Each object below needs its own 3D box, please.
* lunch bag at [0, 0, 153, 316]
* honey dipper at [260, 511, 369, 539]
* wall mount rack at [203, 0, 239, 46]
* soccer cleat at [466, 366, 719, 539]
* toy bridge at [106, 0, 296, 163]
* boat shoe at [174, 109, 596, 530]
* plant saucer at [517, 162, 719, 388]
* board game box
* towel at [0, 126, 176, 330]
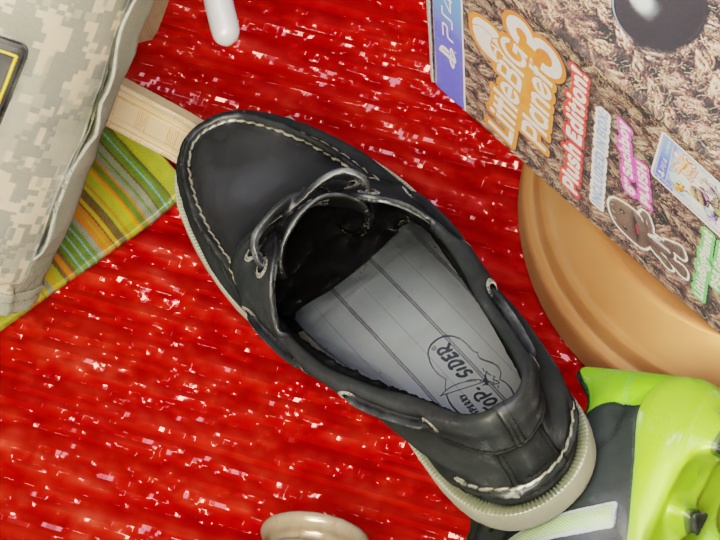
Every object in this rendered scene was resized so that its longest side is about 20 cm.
[{"bbox_3d":[-0.168,-0.095,1.007,0.200,0.164,0.118,28,21,14],"label":"lunch bag"},{"bbox_3d":[-0.029,0.173,0.940,0.038,0.038,0.200,5,61,7],"label":"honey dipper"},{"bbox_3d":[-0.014,-0.184,1.051,0.200,0.174,0.075,-14,25,-6],"label":"wall mount rack"},{"bbox_3d":[0.059,0.118,0.957,0.081,0.068,0.200,15,63,40],"label":"soccer cleat"},{"bbox_3d":[-0.102,-0.095,1.096,0.067,0.027,0.200,-17,54,-40],"label":"toy bridge"},{"bbox_3d":[-0.002,0.002,0.973,0.074,0.066,0.199,-36,57,-4],"label":"boat shoe"},{"bbox_3d":[0.155,-0.030,1.050,0.200,0.037,0.200,-2,58,3],"label":"plant saucer"},{"bbox_3d":[0.146,-0.077,1.001,0.159,0.097,0.200,-39,64,-19],"label":"board game box"},{"bbox_3d":[-0.163,-0.001,1.065,0.200,0.018,0.086,-36,62,-17],"label":"towel"}]
